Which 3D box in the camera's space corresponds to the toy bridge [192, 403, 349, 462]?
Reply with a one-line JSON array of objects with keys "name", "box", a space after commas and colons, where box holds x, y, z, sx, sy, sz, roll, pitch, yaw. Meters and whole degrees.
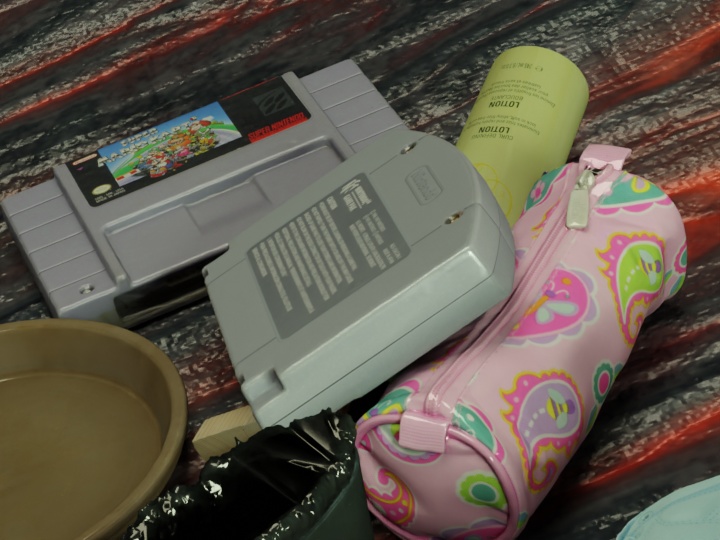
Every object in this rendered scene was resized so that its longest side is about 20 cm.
[{"name": "toy bridge", "box": [-0.040, 0.071, 1.289, 0.067, 0.027, 0.200, -20, 26, 37]}]

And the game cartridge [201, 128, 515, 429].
[{"name": "game cartridge", "box": [0.000, 0.000, 1.291, 0.133, 0.041, 0.200, -37, 19, 4]}]

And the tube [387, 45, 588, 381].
[{"name": "tube", "box": [0.057, -0.022, 1.386, 0.058, 0.052, 0.200, -42, 18, 50]}]

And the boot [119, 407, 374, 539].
[{"name": "boot", "box": [-0.003, 0.122, 1.093, 0.198, 0.163, 0.073, -37, 40, -28]}]

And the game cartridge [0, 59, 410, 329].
[{"name": "game cartridge", "box": [-0.073, -0.038, 1.482, 0.199, 0.039, 0.130, -23, 38, -9]}]

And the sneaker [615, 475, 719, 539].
[{"name": "sneaker", "box": [0.117, 0.128, 1.126, 0.199, 0.074, 0.082, -24, 24, -26]}]

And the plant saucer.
[{"name": "plant saucer", "box": [-0.170, 0.092, 1.335, 0.199, 0.030, 0.200, -11, 34, 8]}]

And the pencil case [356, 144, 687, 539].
[{"name": "pencil case", "box": [0.071, 0.032, 1.267, 0.087, 0.088, 0.200, 6, 40, 31]}]
